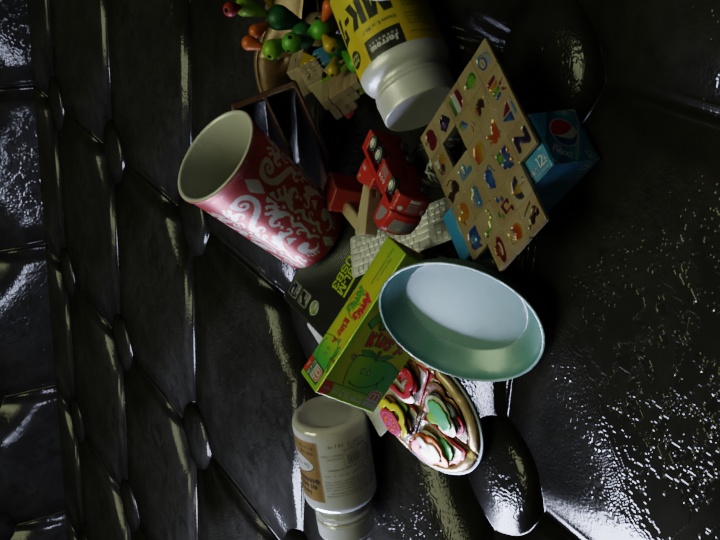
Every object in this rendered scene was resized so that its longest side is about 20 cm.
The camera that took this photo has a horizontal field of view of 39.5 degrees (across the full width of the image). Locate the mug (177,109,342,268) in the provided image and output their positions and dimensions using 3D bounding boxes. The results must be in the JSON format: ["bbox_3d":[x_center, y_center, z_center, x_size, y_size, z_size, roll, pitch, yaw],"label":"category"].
[{"bbox_3d":[-0.129,-0.112,1.336,0.133,0.199,0.179,-39,41,16],"label":"mug"}]

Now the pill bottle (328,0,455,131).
[{"bbox_3d":[0.039,-0.278,1.201,0.114,0.113,0.203,-47,59,55],"label":"pill bottle"}]

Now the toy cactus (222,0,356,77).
[{"bbox_3d":[-0.071,-0.328,1.342,0.197,0.165,0.104,17,114,12],"label":"toy cactus"}]

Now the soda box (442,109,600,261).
[{"bbox_3d":[0.168,-0.087,1.081,0.200,0.067,0.065,-53,53,52],"label":"soda box"}]

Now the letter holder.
[{"bbox_3d":[-0.109,-0.146,1.452,0.201,0.099,0.144,94,152,-65],"label":"letter holder"}]

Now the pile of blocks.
[{"bbox_3d":[-0.036,-0.263,1.403,0.062,0.082,0.200,49,179,-36],"label":"pile of blocks"}]

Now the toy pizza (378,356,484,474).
[{"bbox_3d":[0.077,0.183,1.300,0.199,0.032,0.203,32,139,33],"label":"toy pizza"}]

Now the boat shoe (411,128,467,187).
[{"bbox_3d":[0.105,-0.133,1.181,0.199,0.062,0.074,2,101,60],"label":"boat shoe"}]

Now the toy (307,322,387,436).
[{"bbox_3d":[0.008,0.124,1.436,0.202,0.047,0.116,58,143,18],"label":"toy"}]

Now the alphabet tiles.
[{"bbox_3d":[0.134,-0.111,1.060,0.168,0.007,0.202,-54,50,51],"label":"alphabet tiles"}]

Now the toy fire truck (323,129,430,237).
[{"bbox_3d":[0.016,-0.093,1.247,0.142,0.048,0.201,-64,29,32],"label":"toy fire truck"}]

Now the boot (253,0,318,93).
[{"bbox_3d":[-0.107,-0.330,1.489,0.075,0.073,0.203,34,126,39],"label":"boot"}]

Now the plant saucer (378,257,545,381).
[{"bbox_3d":[0.118,0.050,1.152,0.197,0.036,0.202,15,140,13],"label":"plant saucer"}]

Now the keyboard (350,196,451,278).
[{"bbox_3d":[0.061,-0.045,1.252,0.198,0.011,0.057,-22,57,38],"label":"keyboard"}]

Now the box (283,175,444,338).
[{"bbox_3d":[0.000,0.000,1.337,0.202,0.047,0.193,-59,39,9],"label":"box"}]

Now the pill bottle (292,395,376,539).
[{"bbox_3d":[-0.034,0.299,1.502,0.114,0.113,0.203,25,128,55],"label":"pill bottle"}]

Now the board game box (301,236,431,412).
[{"bbox_3d":[0.024,0.069,1.228,0.202,0.101,0.048,-57,39,11],"label":"board game box"}]

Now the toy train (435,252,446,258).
[{"bbox_3d":[0.065,0.070,1.323,0.200,0.055,0.152,-51,56,54],"label":"toy train"}]
